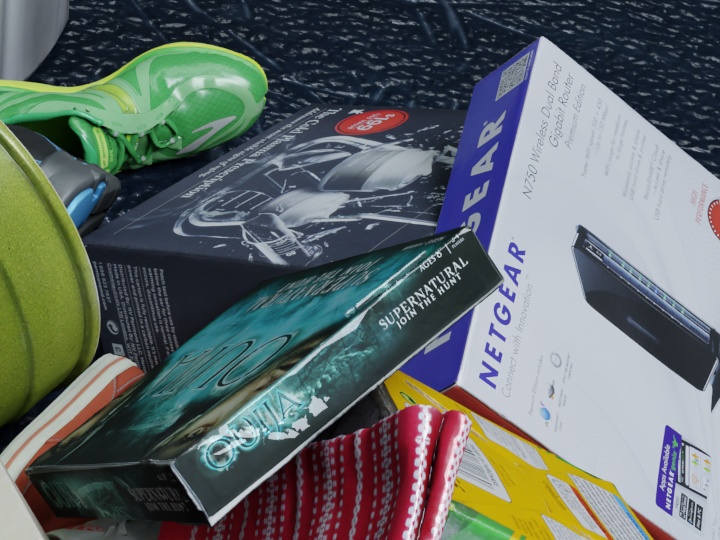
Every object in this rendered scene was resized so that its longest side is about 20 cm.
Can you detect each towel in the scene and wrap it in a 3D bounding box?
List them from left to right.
[{"bbox_3d":[-0.038,0.122,0.627,0.022,0.200,0.146,25,68,-22],"label":"towel"}]

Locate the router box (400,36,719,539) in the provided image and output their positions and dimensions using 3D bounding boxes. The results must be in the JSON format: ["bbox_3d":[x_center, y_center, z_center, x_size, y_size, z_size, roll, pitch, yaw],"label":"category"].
[{"bbox_3d":[0.111,0.027,0.817,0.179,0.049,0.201,35,48,-22],"label":"router box"}]

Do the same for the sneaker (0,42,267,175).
[{"bbox_3d":[-0.146,-0.077,1.078,0.198,0.075,0.084,-12,36,-13],"label":"sneaker"}]

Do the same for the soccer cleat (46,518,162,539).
[{"bbox_3d":[-0.091,0.120,0.769,0.078,0.069,0.200,47,43,-12],"label":"soccer cleat"}]

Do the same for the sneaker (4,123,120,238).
[{"bbox_3d":[-0.169,-0.040,0.928,0.082,0.200,0.074,33,79,-3],"label":"sneaker"}]

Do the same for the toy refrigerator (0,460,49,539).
[{"bbox_3d":[-0.197,0.148,0.660,0.199,0.076,0.070,-32,45,-11],"label":"toy refrigerator"}]

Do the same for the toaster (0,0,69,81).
[{"bbox_3d":[-0.248,-0.184,1.151,0.113,0.130,0.200,16,34,6],"label":"toaster"}]

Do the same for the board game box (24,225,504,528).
[{"bbox_3d":[-0.044,0.042,0.696,0.135,0.028,0.200,-38,9,-23],"label":"board game box"}]

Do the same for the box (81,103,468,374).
[{"bbox_3d":[0.000,0.000,0.916,0.181,0.105,0.200,7,28,35],"label":"box"}]

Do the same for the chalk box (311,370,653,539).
[{"bbox_3d":[0.012,0.160,0.668,0.123,0.201,0.125,27,13,-21],"label":"chalk box"}]

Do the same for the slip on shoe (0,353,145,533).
[{"bbox_3d":[-0.132,0.109,0.809,0.061,0.074,0.200,29,36,6],"label":"slip on shoe"}]

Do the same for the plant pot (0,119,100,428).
[{"bbox_3d":[-0.248,0.033,0.805,0.199,0.202,0.193,24,49,22],"label":"plant pot"}]
